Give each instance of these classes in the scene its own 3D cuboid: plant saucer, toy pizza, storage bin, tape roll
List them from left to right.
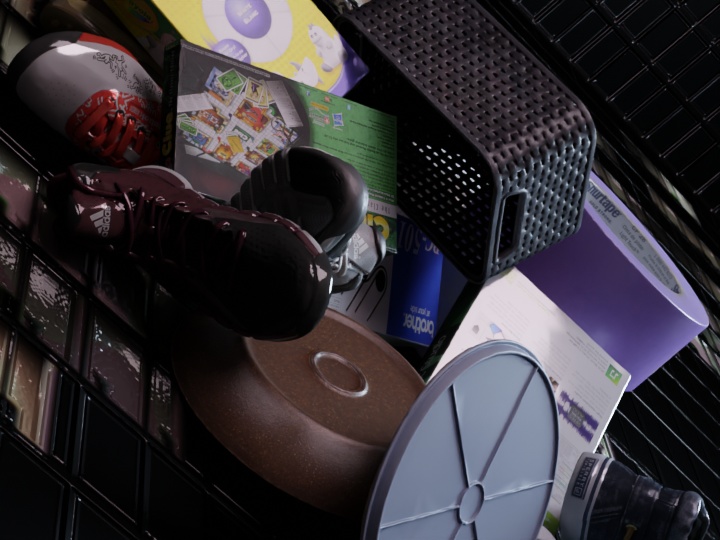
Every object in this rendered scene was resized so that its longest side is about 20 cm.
[{"bbox_3d":[-0.021,0.075,1.285,0.200,0.037,0.201,27,26,-14],"label":"plant saucer"},{"bbox_3d":[0.055,0.135,1.243,0.032,0.201,0.200,19,-4,34],"label":"toy pizza"},{"bbox_3d":[0.071,-0.107,1.515,0.200,0.094,0.135,49,-27,31],"label":"storage bin"},{"bbox_3d":[0.183,-0.005,1.655,0.200,0.085,0.200,45,15,-15],"label":"tape roll"}]

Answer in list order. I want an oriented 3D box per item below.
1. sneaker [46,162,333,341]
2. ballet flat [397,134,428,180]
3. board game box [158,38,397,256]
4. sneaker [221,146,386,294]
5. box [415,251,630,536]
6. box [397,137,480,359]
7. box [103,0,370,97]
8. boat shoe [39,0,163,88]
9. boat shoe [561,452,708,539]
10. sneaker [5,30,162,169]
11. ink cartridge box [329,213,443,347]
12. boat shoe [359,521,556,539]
[{"bbox_3d":[-0.117,-0.014,1.227,0.200,0.076,0.115,24,10,41],"label":"sneaker"},{"bbox_3d":[-0.016,-0.106,1.671,0.200,0.057,0.066,29,-13,46],"label":"ballet flat"},{"bbox_3d":[-0.052,-0.080,1.399,0.200,0.023,0.105,17,65,-40],"label":"board game box"},{"bbox_3d":[-0.021,-0.028,1.318,0.115,0.200,0.075,3,76,-31],"label":"sneaker"},{"bbox_3d":[0.105,0.102,1.493,0.144,0.036,0.200,43,48,-12],"label":"box"},{"bbox_3d":[0.085,0.004,1.730,0.200,0.106,0.152,54,15,17],"label":"box"},{"bbox_3d":[-0.097,-0.180,1.459,0.200,0.048,0.117,48,53,-6],"label":"box"},{"bbox_3d":[-0.138,-0.147,1.490,0.200,0.068,0.072,41,-26,-26],"label":"boat shoe"},{"bbox_3d":[0.191,0.201,1.455,0.091,0.071,0.200,19,-25,17],"label":"boat shoe"},{"bbox_3d":[-0.144,-0.082,1.368,0.201,0.067,0.108,31,22,-56],"label":"sneaker"},{"bbox_3d":[0.000,0.000,1.533,0.200,0.044,0.094,19,74,-63],"label":"ink cartridge box"},{"bbox_3d":[0.059,0.158,1.366,0.200,0.071,0.091,28,25,-52],"label":"boat shoe"}]
